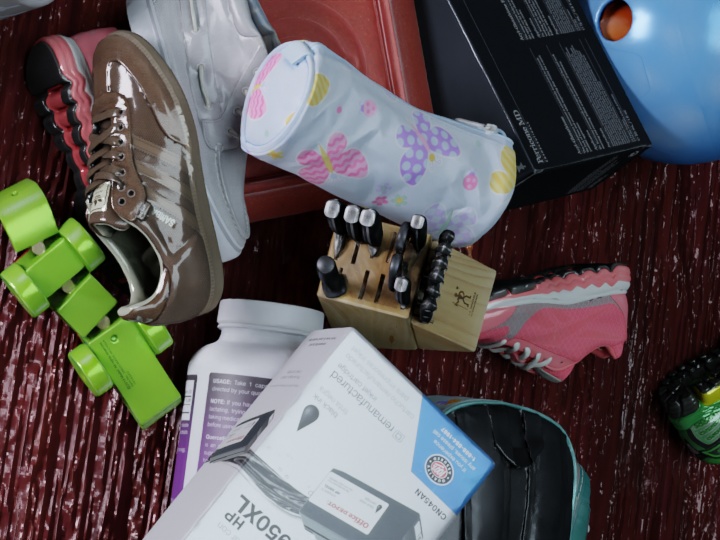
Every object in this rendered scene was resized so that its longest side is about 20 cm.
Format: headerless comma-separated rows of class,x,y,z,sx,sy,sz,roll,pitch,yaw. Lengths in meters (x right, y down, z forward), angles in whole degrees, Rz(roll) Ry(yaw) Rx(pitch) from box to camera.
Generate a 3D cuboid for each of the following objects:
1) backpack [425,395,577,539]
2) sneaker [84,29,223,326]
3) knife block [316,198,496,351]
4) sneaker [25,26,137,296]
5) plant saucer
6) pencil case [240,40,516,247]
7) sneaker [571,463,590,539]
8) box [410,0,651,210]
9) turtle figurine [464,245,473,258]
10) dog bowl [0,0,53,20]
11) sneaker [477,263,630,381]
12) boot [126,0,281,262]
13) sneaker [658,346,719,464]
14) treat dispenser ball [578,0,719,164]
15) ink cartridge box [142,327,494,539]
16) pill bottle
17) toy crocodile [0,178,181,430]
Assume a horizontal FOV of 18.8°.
backpack,0.068,0.191,1.620,0.175,0.153,0.202,10,91,-31
sneaker,-0.150,-0.062,1.457,0.075,0.070,0.201,-17,89,-41
knife block,0.000,0.000,1.548,0.175,0.199,0.064,26,75,-35
sneaker,-0.161,-0.079,1.534,0.086,0.074,0.201,-24,100,-32
plant saucer,-0.050,-0.142,1.577,0.198,0.037,0.202,-10,95,-4
pencil case,0.014,-0.086,1.504,0.199,0.091,0.083,22,34,-31
sneaker,0.150,0.250,1.723,0.080,0.071,0.201,23,81,-34
box,0.110,-0.154,1.639,0.141,0.079,0.201,-13,72,-45
turtle figurine,0.035,-0.108,1.652,0.200,0.064,0.161,38,54,3
dog bowl,-0.243,-0.261,1.439,0.200,0.058,0.202,-1,90,-71
sneaker,0.137,0.048,1.708,0.199,0.074,0.088,-10,95,-32
boot,-0.090,-0.113,1.517,0.095,0.074,0.201,-17,93,9
sneaker,0.342,0.090,1.852,0.199,0.078,0.086,-32,111,-20
treat dispenser ball,0.257,-0.185,1.728,0.200,0.200,0.203,2,87,-32
ink cartridge box,-0.030,0.160,1.466,0.145,0.084,0.200,43,73,-13
pill bottle,-0.075,0.126,1.556,0.112,0.112,0.202,11,82,-31
toy crocodile,-0.193,0.025,1.522,0.067,0.062,0.200,-40,112,-11
